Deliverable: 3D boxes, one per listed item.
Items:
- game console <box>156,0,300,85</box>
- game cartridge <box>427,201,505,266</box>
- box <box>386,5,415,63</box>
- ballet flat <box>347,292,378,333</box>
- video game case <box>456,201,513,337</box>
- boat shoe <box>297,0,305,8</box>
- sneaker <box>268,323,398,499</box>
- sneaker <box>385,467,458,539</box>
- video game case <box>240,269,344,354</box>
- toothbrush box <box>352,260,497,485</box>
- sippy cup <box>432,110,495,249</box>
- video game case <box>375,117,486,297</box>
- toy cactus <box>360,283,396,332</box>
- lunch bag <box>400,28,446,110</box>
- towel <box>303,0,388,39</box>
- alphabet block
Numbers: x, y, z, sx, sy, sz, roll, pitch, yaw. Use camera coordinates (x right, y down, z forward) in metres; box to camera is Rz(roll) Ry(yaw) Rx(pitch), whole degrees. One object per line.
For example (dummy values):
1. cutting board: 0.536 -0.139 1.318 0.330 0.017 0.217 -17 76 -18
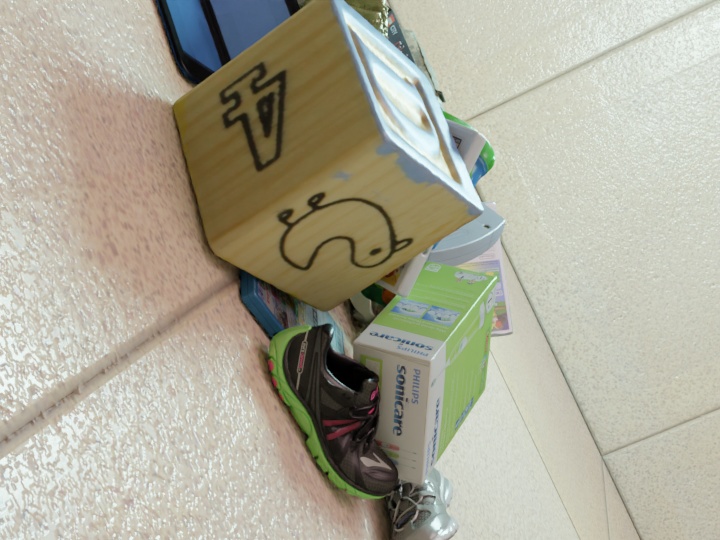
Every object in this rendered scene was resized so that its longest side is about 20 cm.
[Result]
1. game console: -0.142 -0.290 1.364 0.118 0.170 0.200 106 -34 -67
2. game cartridge: 0.082 -0.055 1.532 0.200 0.041 0.133 -18 43 -41
3. box: 0.008 -0.286 1.518 0.137 0.038 0.200 43 -6 29
4. ballet flat: 0.000 0.000 1.516 0.071 0.071 0.200 44 25 -59
5. video game case: 0.105 0.005 1.617 0.022 0.200 0.183 -14 -98 60
6. boat shoe: -0.121 -0.354 1.495 0.200 0.067 0.074 40 24 6
7. sneaker: -0.012 0.135 1.155 0.200 0.084 0.077 59 14 -24
8. sneaker: 0.048 0.244 1.271 0.082 0.075 0.200 49 8 -7
9. video game case: -0.066 0.047 1.253 0.200 0.018 0.143 56 16 -36
10. toothbrush box: 0.066 0.100 1.269 0.200 0.086 0.146 -47 145 -55
11. sippy cup: 0.062 -0.096 1.355 0.131 0.139 0.178 -65 164 -13
12. video game case: 0.016 -0.091 1.292 0.200 0.182 0.023 29 3 39
13. toy cactus: 0.018 0.036 1.397 0.165 0.102 0.200 53 11 -45
14. lunch bag: 0.015 -0.224 1.670 0.118 0.200 0.164 52 17 -47
15. towel: -0.026 -0.221 1.413 0.036 0.148 0.201 -3 107 -38
16. alphabet block: -0.033 -0.110 1.190 0.195 0.200 0.197 31 33 -49
